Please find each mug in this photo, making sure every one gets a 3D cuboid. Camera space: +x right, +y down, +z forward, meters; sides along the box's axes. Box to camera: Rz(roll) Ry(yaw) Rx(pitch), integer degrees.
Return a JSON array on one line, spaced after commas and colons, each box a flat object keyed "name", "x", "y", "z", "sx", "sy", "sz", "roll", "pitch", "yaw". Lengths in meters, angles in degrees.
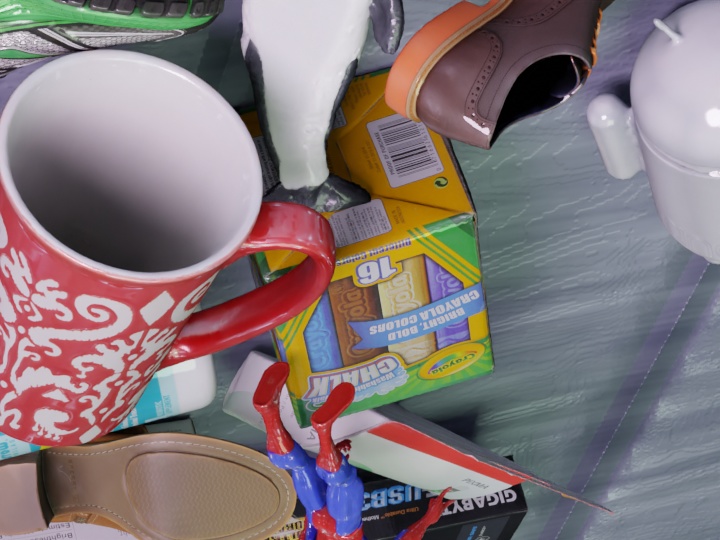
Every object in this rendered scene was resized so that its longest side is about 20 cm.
[{"name": "mug", "x": -0.123, "y": 0.010, "z": 1.330, "sx": 0.177, "sy": 0.134, "sz": 0.200, "roll": 33, "pitch": 143, "yaw": 1}]

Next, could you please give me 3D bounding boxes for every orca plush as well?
[{"name": "orca plush", "x": -0.013, "y": -0.130, "z": 1.364, "sx": 0.105, "sy": 0.071, "sz": 0.200, "roll": 1, "pitch": 118, "yaw": 24}]

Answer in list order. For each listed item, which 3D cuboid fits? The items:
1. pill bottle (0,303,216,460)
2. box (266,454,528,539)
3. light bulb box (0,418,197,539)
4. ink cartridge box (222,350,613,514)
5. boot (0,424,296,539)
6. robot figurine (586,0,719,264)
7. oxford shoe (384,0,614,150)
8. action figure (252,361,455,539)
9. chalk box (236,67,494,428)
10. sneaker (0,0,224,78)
[{"name": "pill bottle", "x": -0.190, "y": 0.048, "z": 1.488, "sx": 0.200, "sy": 0.111, "sz": 0.111, "roll": -14, "pitch": 144, "yaw": -7}, {"name": "box", "x": -0.002, "y": 0.199, "z": 1.794, "sx": 0.198, "sy": 0.050, "sz": 0.200, "roll": -10, "pitch": 157, "yaw": -16}, {"name": "light bulb box", "x": -0.183, "y": 0.219, "z": 1.639, "sx": 0.198, "sy": 0.200, "sz": 0.125, "roll": -7, "pitch": 143, "yaw": -15}, {"name": "ink cartridge box", "x": 0.035, "y": 0.118, "z": 1.615, "sx": 0.161, "sy": 0.200, "sz": 0.050, "roll": 24, "pitch": 92, "yaw": -48}, {"name": "boot", "x": -0.136, "y": 0.115, "z": 1.562, "sx": 0.199, "sy": 0.155, "sz": 0.074, "roll": 3, "pitch": 100, "yaw": 0}, {"name": "robot figurine", "x": 0.219, "y": -0.082, "z": 1.503, "sx": 0.169, "sy": 0.113, "sz": 0.200, "roll": -5, "pitch": 146, "yaw": 13}, {"name": "oxford shoe", "x": 0.102, "y": -0.123, "z": 1.372, "sx": 0.200, "sy": 0.072, "sz": 0.071, "roll": -39, "pitch": 153, "yaw": -31}, {"name": "action figure", "x": -0.003, "y": 0.116, "z": 1.489, "sx": 0.099, "sy": 0.065, "sz": 0.200, "roll": -52, "pitch": 148, "yaw": -35}, {"name": "chalk box", "x": 0.000, "y": 0.000, "z": 1.501, "sx": 0.124, "sy": 0.125, "sz": 0.200, "roll": -16, "pitch": 143, "yaw": -5}, {"name": "sneaker", "x": -0.167, "y": -0.138, "z": 1.298, "sx": 0.199, "sy": 0.078, "sz": 0.085, "roll": -1, "pitch": 148, "yaw": -10}]
